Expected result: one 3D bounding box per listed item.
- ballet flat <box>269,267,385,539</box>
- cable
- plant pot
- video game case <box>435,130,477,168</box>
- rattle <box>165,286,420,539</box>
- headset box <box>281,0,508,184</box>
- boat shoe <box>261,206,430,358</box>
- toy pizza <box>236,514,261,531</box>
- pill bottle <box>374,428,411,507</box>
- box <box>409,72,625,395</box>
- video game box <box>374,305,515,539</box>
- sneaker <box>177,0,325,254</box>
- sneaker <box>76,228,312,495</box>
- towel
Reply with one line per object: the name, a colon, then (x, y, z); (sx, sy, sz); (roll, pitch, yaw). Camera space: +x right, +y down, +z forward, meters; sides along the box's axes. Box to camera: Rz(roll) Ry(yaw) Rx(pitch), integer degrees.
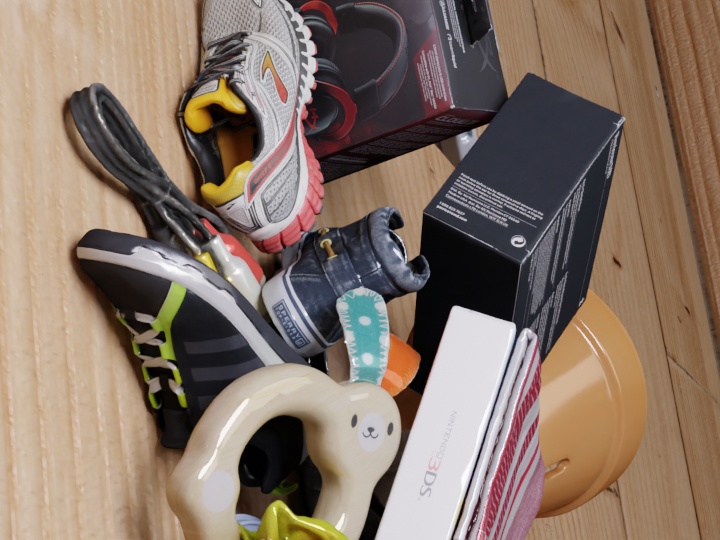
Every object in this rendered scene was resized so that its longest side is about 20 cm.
ballet flat: (-0.022, 0.089, 1.134); (0.066, 0.056, 0.202); (30, 42, -62)
cable: (-0.102, -0.037, 1.014); (0.097, 0.050, 0.201); (-81, 152, -55)
plant pot: (0.098, 0.107, 1.305); (0.140, 0.199, 0.202); (-26, 102, -53)
video game case: (0.017, -0.185, 1.300); (0.200, 0.023, 0.183); (51, -9, 26)
rattle: (0.004, 0.092, 0.912); (0.200, 0.142, 0.131); (-36, 99, -34)
headset box: (0.006, -0.154, 1.164); (0.075, 0.199, 0.150); (-1, 77, -53)
boat shoe: (0.000, 0.000, 1.098); (0.071, 0.090, 0.200); (59, 9, -8)
toy pizza: (-0.059, 0.238, 0.967); (0.200, 0.031, 0.202); (-15, 90, -71)
pill bottle: (0.049, 0.209, 1.177); (0.112, 0.111, 0.202); (9, 68, -70)
box: (0.101, -0.008, 1.151); (0.141, 0.078, 0.201); (-49, 158, -31)
video game box: (0.040, 0.147, 1.034); (0.183, 0.046, 0.202); (96, 13, -67)
sneaker: (-0.074, -0.113, 1.109); (0.082, 0.077, 0.202); (32, 38, -48)
sneaker: (-0.088, 0.058, 0.952); (0.200, 0.071, 0.083); (44, 68, -31)
towel: (0.089, 0.142, 1.053); (0.201, 0.023, 0.145); (79, 27, -60)
